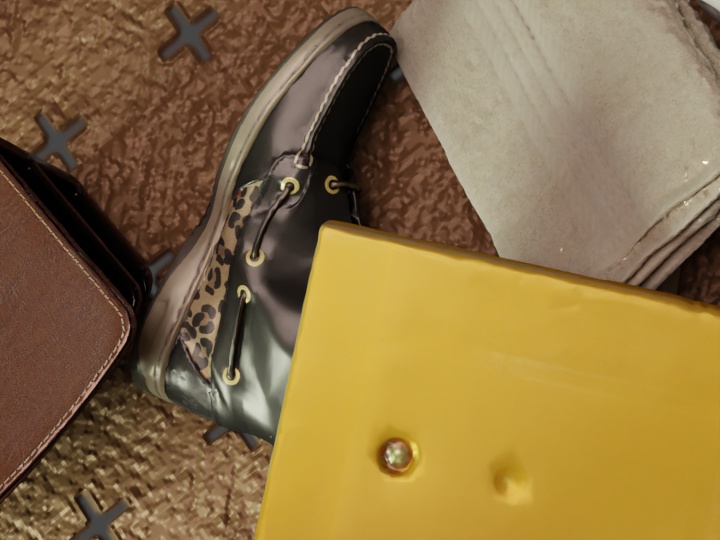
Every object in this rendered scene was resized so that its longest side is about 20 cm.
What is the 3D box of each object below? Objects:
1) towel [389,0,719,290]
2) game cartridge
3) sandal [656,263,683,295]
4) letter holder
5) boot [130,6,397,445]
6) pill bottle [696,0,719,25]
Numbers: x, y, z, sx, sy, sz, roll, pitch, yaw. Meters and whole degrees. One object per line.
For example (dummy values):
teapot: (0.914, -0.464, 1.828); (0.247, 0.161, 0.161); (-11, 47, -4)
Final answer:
towel: (0.094, -0.076, 1.241); (0.133, 0.034, 0.200); (-44, 52, 26)
game cartridge: (0.063, 0.086, 1.185); (0.199, 0.032, 0.177); (13, 94, 5)
sandal: (0.098, 0.057, 1.241); (0.080, 0.054, 0.201); (3, 81, 20)
letter holder: (-0.184, 0.060, 1.313); (0.200, 0.101, 0.142); (-45, 66, 7)
boot: (0.000, 0.000, 1.277); (0.150, 0.073, 0.200); (32, 95, 23)
pill bottle: (0.239, -0.166, 1.202); (0.111, 0.111, 0.200); (38, 94, 22)
